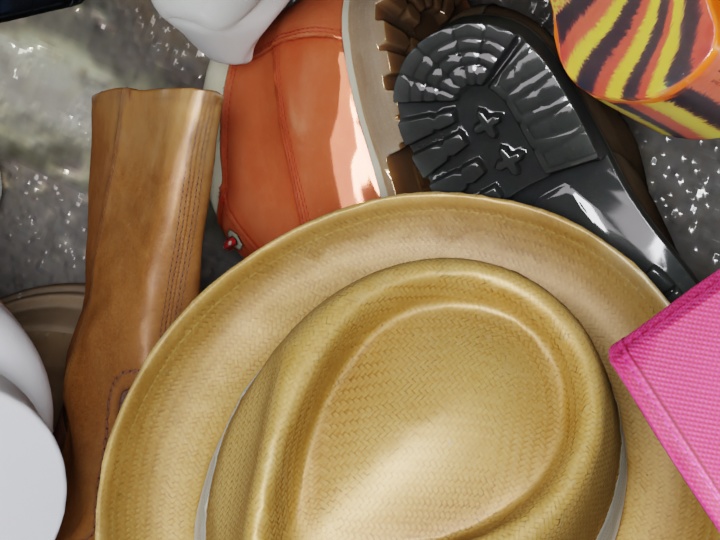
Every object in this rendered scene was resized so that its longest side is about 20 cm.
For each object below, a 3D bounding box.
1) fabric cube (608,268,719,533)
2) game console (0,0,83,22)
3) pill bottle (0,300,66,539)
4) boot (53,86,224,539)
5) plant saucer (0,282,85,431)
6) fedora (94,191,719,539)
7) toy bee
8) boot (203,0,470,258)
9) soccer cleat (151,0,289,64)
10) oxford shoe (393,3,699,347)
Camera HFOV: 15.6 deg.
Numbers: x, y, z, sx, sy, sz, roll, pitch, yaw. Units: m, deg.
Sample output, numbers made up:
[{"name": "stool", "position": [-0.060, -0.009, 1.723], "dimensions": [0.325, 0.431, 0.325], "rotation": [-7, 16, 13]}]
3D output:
[{"name": "fabric cube", "position": [0.220, 0.049, 0.721], "dimensions": [0.199, 0.196, 0.200], "rotation": [-37, 74, 16]}, {"name": "game console", "position": [-0.081, -0.168, 0.879], "dimensions": [0.118, 0.200, 0.173], "rotation": [2, 100, 12]}, {"name": "pill bottle", "position": [-0.170, 0.041, 0.898], "dimensions": [0.200, 0.111, 0.111], "rotation": [39, 110, 58]}, {"name": "boot", "position": [-0.060, 0.040, 0.874], "dimensions": [0.068, 0.188, 0.201], "rotation": [10, 94, -18]}, {"name": "plant saucer", "position": [-0.113, 0.105, 0.986], "dimensions": [0.199, 0.029, 0.201], "rotation": [0, 89, 27]}, {"name": "fedora", "position": [0.015, 0.059, 0.769], "dimensions": [0.200, 0.082, 0.201], "rotation": [-1, 71, 2]}, {"name": "toy bee", "position": [0.084, -0.117, 0.854], "dimensions": [0.131, 0.200, 0.109], "rotation": [41, 133, -22]}, {"name": "boot", "position": [0.000, 0.000, 0.915], "dimensions": [0.107, 0.075, 0.201], "rotation": [-11, 85, 38]}, {"name": "soccer cleat", "position": [-0.019, -0.163, 0.904], "dimensions": [0.069, 0.078, 0.200], "rotation": [20, 68, 21]}, {"name": "oxford shoe", "position": [0.082, 0.001, 0.869], "dimensions": [0.072, 0.084, 0.200], "rotation": [-19, 101, 19]}]
